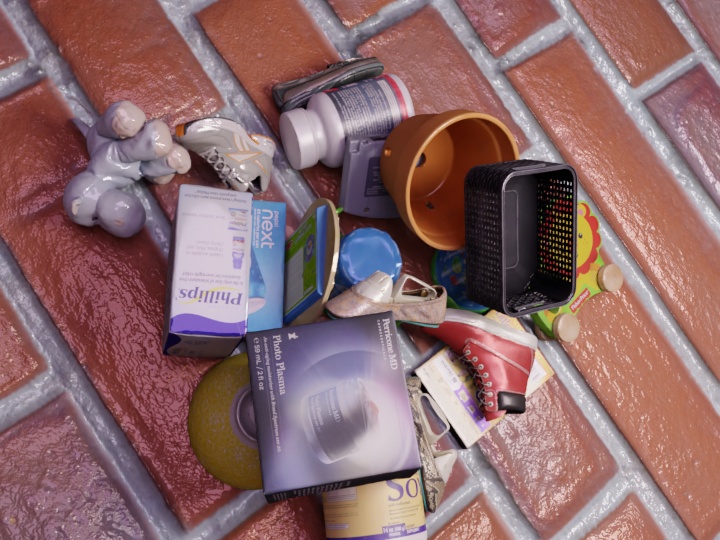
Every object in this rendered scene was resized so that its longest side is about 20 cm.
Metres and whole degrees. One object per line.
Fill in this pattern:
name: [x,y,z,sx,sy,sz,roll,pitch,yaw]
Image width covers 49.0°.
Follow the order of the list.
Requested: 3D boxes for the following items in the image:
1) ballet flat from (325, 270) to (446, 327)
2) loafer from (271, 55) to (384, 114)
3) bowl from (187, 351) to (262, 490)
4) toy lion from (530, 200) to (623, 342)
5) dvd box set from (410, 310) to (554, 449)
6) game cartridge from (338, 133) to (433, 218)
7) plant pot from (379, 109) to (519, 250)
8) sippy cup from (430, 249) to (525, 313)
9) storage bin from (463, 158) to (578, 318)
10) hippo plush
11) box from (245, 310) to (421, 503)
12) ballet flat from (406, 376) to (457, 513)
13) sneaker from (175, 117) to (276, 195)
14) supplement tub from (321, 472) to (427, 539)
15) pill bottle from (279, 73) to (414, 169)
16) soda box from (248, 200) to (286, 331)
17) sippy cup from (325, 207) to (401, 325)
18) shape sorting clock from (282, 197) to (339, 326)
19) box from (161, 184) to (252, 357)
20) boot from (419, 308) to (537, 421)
ballet flat: [0.040,0.036,1.093,0.197,0.068,0.068,4,111,-37]
loafer: [-0.054,-0.317,1.304,0.198,0.072,0.063,-29,77,-18]
bowl: [-0.143,0.207,1.118,0.196,0.108,0.204,4,75,-14]
toy lion: [0.332,-0.013,1.304,0.200,0.068,0.193,-43,106,-21]
dvd box set: [0.196,0.164,1.263,0.199,0.029,0.147,-35,86,-20]
game cartridge: [0.059,-0.151,1.260,0.197,0.135,0.042,-7,36,-28]
plant pot: [0.119,-0.149,1.180,0.197,0.140,0.204,-12,117,-24]
sippy cup: [0.194,-0.011,1.257,0.137,0.130,0.181,11,73,-12]
storage bin: [0.228,-0.049,1.125,0.133,0.093,0.204,-11,107,-26]
hippo plush: [-0.357,-0.141,1.124,0.197,0.159,0.163,25,70,-8]
box: [-0.038,0.174,1.011,0.194,0.124,0.204,-8,71,-8]
ballet flat: [0.102,0.256,1.189,0.074,0.068,0.203,-20,78,7]
sneaker: [-0.195,-0.166,1.178,0.199,0.075,0.094,11,77,-55]
supplement tub: [0.013,0.292,1.117,0.142,0.145,0.204,-4,77,-16]
pill bottle: [-0.023,-0.232,1.261,0.197,0.120,0.121,-20,81,-20]
soda box: [-0.152,0.001,1.194,0.066,0.064,0.204,4,74,-14]
sippy cup: [0.000,0.000,1.192,0.176,0.130,0.141,29,70,-7]
shape sorting clock: [-0.072,-0.005,1.146,0.039,0.199,0.204,8,73,-24]
box: [-0.217,0.009,1.110,0.103,0.184,0.204,5,75,-15]
boot: [0.172,0.147,1.209,0.197,0.072,0.147,19,72,-11]
